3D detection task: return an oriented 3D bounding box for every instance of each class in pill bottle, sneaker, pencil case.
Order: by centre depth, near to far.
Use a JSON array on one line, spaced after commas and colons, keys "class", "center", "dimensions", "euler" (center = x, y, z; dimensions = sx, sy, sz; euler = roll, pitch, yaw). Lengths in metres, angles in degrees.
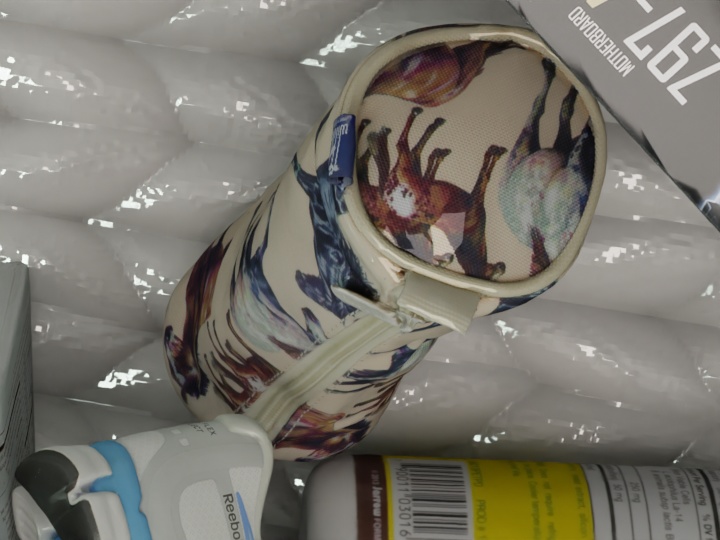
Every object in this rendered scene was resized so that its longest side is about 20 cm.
[{"class": "sneaker", "center": [-0.035, 0.135, 0.841], "dimensions": [0.087, 0.075, 0.200], "euler": [-20, 111, -28]}, {"class": "pencil case", "center": [0.000, 0.000, 0.842], "dimensions": [0.078, 0.200, 0.090], "euler": [34, 65, -5]}, {"class": "pill bottle", "center": [0.079, 0.117, 0.923], "dimensions": [0.200, 0.109, 0.109], "euler": [3, 107, -3]}]

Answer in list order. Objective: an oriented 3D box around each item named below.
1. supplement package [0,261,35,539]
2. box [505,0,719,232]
[{"class": "supplement package", "center": [-0.198, 0.112, 0.890], "dimensions": [0.191, 0.147, 0.200], "euler": [-1, 106, -2]}, {"class": "box", "center": [0.065, -0.090, 0.811], "dimensions": [0.044, 0.200, 0.160], "euler": [-42, 105, 9]}]
